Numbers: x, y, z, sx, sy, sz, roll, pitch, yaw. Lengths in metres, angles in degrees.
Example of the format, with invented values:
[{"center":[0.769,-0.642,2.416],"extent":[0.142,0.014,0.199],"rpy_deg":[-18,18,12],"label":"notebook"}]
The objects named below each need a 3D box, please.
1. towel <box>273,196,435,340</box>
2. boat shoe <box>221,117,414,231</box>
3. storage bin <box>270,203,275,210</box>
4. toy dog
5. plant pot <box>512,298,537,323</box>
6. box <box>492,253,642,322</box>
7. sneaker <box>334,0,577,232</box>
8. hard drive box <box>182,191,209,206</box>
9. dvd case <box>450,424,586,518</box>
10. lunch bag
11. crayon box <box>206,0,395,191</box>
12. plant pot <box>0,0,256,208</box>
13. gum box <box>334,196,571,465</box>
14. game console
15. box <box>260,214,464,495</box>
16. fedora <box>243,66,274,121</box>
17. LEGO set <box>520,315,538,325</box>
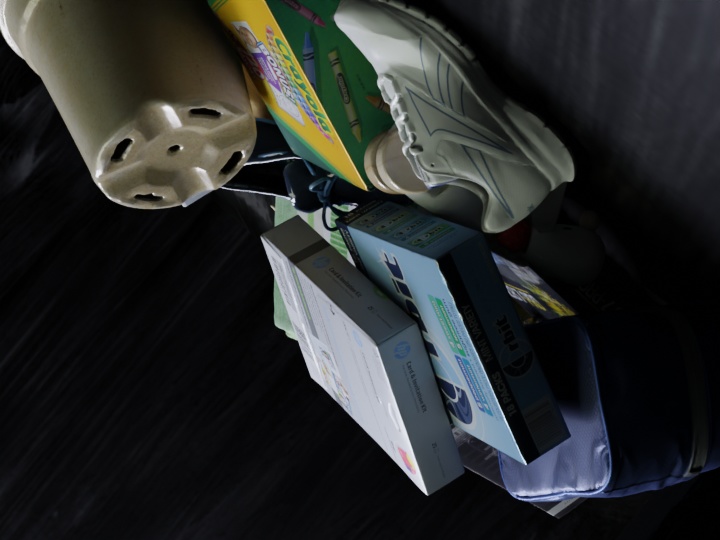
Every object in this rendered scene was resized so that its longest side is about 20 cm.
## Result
[{"center":[0.000,0.000,1.735],"extent":[0.023,0.154,0.199],"rpy_deg":[-12,-161,-43],"label":"towel"},{"center":[-0.036,-0.071,1.672],"extent":[0.199,0.069,0.084],"rpy_deg":[6,135,40],"label":"boat shoe"},{"center":[0.035,-0.016,2.159],"extent":[0.198,0.094,0.200],"rpy_deg":[33,170,50],"label":"storage bin"},{"center":[0.095,-0.073,1.504],"extent":[0.199,0.097,0.132],"rpy_deg":[28,179,-33],"label":"toy dog"},{"center":[0.077,0.047,1.975],"extent":[0.142,0.199,0.200],"rpy_deg":[53,177,14],"label":"plant pot"},{"center":[0.169,0.014,1.735],"extent":[0.161,0.049,0.200],"rpy_deg":[45,174,-16],"label":"box"},{"center":[0.054,-0.109,1.393],"extent":[0.200,0.087,0.075],"rpy_deg":[43,176,-3],"label":"sneaker"},{"center":[-0.192,-0.178,1.874],"extent":[0.156,0.076,0.200],"rpy_deg":[57,177,31],"label":"hard drive box"},{"center":[0.166,0.133,1.725],"extent":[0.200,0.148,0.016],"rpy_deg":[32,-153,-42],"label":"dvd case"},{"center":[0.190,0.099,1.553],"extent":[0.200,0.131,0.137],"rpy_deg":[164,99,-66],"label":"lunch bag"},{"center":[-0.043,-0.165,1.547],"extent":[0.119,0.058,0.201],"rpy_deg":[30,154,53],"label":"crayon box"},{"center":[-0.171,-0.158,1.625],"extent":[0.201,0.199,0.184],"rpy_deg":[50,-165,-58],"label":"plant pot"},{"center":[0.065,0.040,1.527],"extent":[0.171,0.044,0.200],"rpy_deg":[65,164,-18],"label":"gum box"},{"center":[0.286,0.196,1.570],"extent":[0.176,0.200,0.116],"rpy_deg":[37,174,31],"label":"game console"},{"center":[0.000,0.064,1.624],"extent":[0.200,0.041,0.157],"rpy_deg":[43,157,52],"label":"box"},{"center":[-0.082,-0.154,1.783],"extent":[0.201,0.082,0.201],"rpy_deg":[49,-175,-6],"label":"fedora"},{"center":[0.087,0.058,1.787],"extent":[0.153,0.116,0.201],"rpy_deg":[24,-153,-55],"label":"LEGO set"}]
